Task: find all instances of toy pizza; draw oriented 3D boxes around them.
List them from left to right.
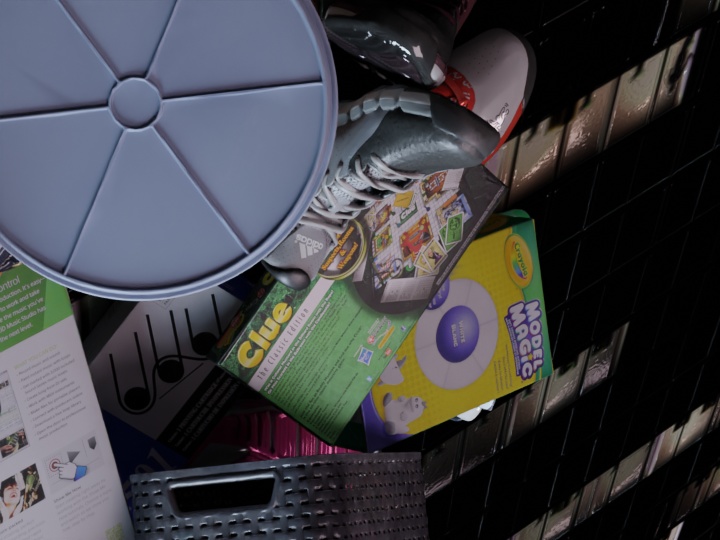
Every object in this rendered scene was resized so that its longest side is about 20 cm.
[{"bbox_3d":[-0.111,-0.085,1.028,0.200,0.200,0.032,-47,-172,8],"label":"toy pizza"}]

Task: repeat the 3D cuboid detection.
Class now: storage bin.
[{"bbox_3d":[-0.045,0.165,1.285,0.135,0.094,0.200,-8,172,19],"label":"storage bin"}]

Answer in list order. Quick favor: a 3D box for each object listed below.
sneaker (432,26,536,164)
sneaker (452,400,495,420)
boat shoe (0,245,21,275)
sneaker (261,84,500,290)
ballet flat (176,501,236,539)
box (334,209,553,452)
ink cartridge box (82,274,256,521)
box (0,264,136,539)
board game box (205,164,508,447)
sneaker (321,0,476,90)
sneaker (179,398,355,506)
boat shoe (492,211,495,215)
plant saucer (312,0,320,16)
[{"bbox_3d":[0.025,-0.085,1.319,0.201,0.067,0.108,-45,156,9],"label":"sneaker"},{"bbox_3d":[0.033,0.062,1.477,0.199,0.130,0.080,-20,145,-39],"label":"sneaker"},{"bbox_3d":[-0.193,-0.024,1.101,0.200,0.071,0.091,-46,155,4],"label":"boat shoe"},{"bbox_3d":[-0.004,-0.040,1.185,0.075,0.200,0.116,30,75,-32],"label":"sneaker"},{"bbox_3d":[-0.119,0.183,1.447,0.066,0.057,0.200,-32,179,-3],"label":"ballet flat"},{"bbox_3d":[0.058,0.036,1.383,0.200,0.048,0.118,-21,109,-38],"label":"box"},{"bbox_3d":[-0.140,0.080,1.307,0.094,0.044,0.200,33,106,-22],"label":"ink cartridge box"},{"bbox_3d":[-0.214,0.099,1.176,0.144,0.036,0.201,-28,119,-34],"label":"box"},{"bbox_3d":[0.000,0.000,1.279,0.105,0.023,0.200,40,82,-33],"label":"board game box"},{"bbox_3d":[0.037,-0.167,1.182,0.116,0.076,0.200,-59,-177,2],"label":"sneaker"},{"bbox_3d":[-0.084,0.121,1.446,0.200,0.088,0.082,5,94,-40],"label":"sneaker"},{"bbox_3d":[0.017,0.009,1.419,0.200,0.068,0.072,-34,-164,-21],"label":"boat shoe"},{"bbox_3d":[-0.075,-0.097,1.128,0.200,0.037,0.201,-49,156,-31],"label":"plant saucer"}]
